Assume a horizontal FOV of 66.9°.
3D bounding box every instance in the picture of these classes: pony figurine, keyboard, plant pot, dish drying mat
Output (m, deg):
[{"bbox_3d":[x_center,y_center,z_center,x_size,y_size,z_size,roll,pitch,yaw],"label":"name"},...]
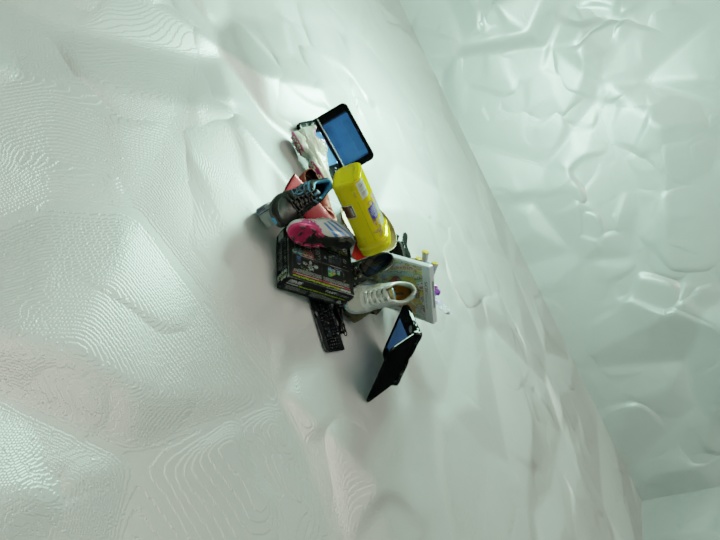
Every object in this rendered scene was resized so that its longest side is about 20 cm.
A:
[{"bbox_3d":[0.193,0.059,1.708,0.193,0.165,0.202,-117,-148,-65],"label":"pony figurine"},{"bbox_3d":[-0.078,0.107,1.400,0.104,0.039,0.202,3,66,-56],"label":"keyboard"},{"bbox_3d":[0.019,-0.128,1.571,0.199,0.027,0.201,26,41,-25],"label":"plant pot"},{"bbox_3d":[-0.123,-0.151,1.408,0.200,0.018,0.077,48,47,-29],"label":"dish drying mat"}]

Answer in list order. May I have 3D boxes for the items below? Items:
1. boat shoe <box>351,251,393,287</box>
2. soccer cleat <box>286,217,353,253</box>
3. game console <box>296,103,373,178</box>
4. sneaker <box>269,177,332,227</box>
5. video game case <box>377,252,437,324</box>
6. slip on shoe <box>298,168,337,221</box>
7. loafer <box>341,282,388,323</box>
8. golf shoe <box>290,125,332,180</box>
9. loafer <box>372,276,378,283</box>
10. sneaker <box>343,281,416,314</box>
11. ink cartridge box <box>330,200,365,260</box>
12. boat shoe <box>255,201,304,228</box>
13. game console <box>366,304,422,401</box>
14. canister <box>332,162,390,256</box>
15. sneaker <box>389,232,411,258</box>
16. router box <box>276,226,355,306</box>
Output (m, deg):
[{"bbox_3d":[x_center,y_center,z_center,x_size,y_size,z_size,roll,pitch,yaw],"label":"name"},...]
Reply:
[{"bbox_3d":[0.000,0.000,1.462,0.069,0.199,0.057,62,-9,2],"label":"boat shoe"},{"bbox_3d":[-0.105,-0.098,1.345,0.199,0.070,0.087,14,40,-40],"label":"soccer cleat"},{"bbox_3d":[-0.076,-0.403,1.706,0.201,0.116,0.176,60,29,-6],"label":"game console"},{"bbox_3d":[-0.144,-0.174,1.313,0.074,0.081,0.200,59,43,-18],"label":"sneaker"},{"bbox_3d":[0.129,0.046,1.564,0.023,0.199,0.184,-31,125,-38],"label":"video game case"},{"bbox_3d":[-0.117,-0.199,1.510,0.073,0.061,0.201,-9,61,-35],"label":"slip on shoe"},{"bbox_3d":[0.037,0.087,1.516,0.198,0.076,0.068,-20,103,-23],"label":"loafer"},{"bbox_3d":[-0.122,-0.335,1.610,0.091,0.075,0.201,-35,101,-19],"label":"golf shoe"},{"bbox_3d":[0.058,0.001,1.660,0.199,0.075,0.069,31,37,-44],"label":"loafer"},{"bbox_3d":[0.050,0.065,1.435,0.198,0.081,0.077,-12,83,-16],"label":"sneaker"},{"bbox_3d":[-0.025,-0.105,1.548,0.198,0.048,0.161,22,39,-4],"label":"ink cartridge box"},{"bbox_3d":[-0.177,-0.141,1.400,0.202,0.074,0.087,-26,89,-58],"label":"boat shoe"},{"bbox_3d":[0.072,0.214,1.430,0.115,0.201,0.177,5,38,-22],"label":"game console"},{"bbox_3d":[0.003,-0.159,1.403,0.149,0.086,0.201,-89,157,-59],"label":"canister"},{"bbox_3d":[0.129,-0.024,1.679,0.104,0.059,0.202,17,62,-68],"label":"sneaker"},{"bbox_3d":[-0.113,-0.009,1.363,0.199,0.062,0.151,19,50,-33],"label":"router box"}]
